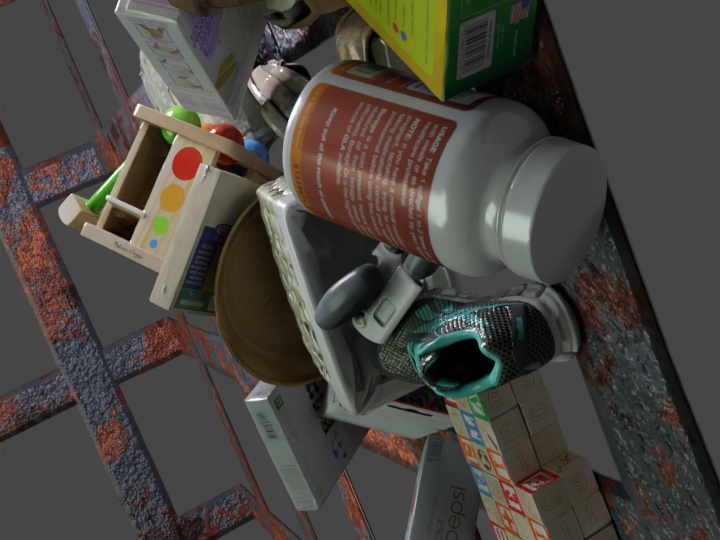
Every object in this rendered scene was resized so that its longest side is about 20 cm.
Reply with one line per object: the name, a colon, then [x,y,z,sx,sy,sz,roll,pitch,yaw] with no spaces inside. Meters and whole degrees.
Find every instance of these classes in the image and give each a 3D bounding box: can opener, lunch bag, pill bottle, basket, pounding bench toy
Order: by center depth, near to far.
pill bottle: [0.052,-0.062,0.688,0.199,0.112,0.113,24,139,38]
can opener: [0.036,-0.017,0.806,0.053,0.066,0.201,47,125,18]
basket: [0.000,0.000,0.942,0.123,0.134,0.203,30,141,65]
pounding bench toy: [-0.198,-0.087,1.073,0.198,0.158,0.124,23,179,23]
lunch bag: [-0.168,-0.196,1.193,0.166,0.117,0.200,62,164,0]

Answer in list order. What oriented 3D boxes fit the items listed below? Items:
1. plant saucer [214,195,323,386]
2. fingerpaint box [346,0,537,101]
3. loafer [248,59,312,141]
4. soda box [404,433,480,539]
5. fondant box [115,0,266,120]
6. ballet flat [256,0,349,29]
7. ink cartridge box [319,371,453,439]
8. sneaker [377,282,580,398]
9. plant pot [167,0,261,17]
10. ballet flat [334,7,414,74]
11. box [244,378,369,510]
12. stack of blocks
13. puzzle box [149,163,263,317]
plant saucer: [-0.062,0.008,1.017,0.035,0.199,0.203,16,130,49]
fingerpaint box: [0.035,-0.234,0.623,0.167,0.073,0.201,52,158,34]
loafer: [-0.064,-0.170,1.038,0.072,0.063,0.200,43,-171,-24]
soda box: [0.072,0.265,1.012,0.068,0.063,0.202,98,-174,-61]
fondant box: [-0.134,-0.237,0.923,0.200,0.057,0.146,61,-136,-74]
ballet flat: [-0.060,-0.241,0.910,0.069,0.062,0.200,67,163,-11]
ink cartridge box: [0.032,0.124,1.054,0.200,0.107,0.051,133,150,-71]
sneaker: [0.067,0.059,0.808,0.199,0.091,0.078,-18,98,52]
plant pot: [-0.063,-0.271,0.763,0.092,0.203,0.201,20,155,2]
ballet flat: [0.033,-0.106,0.824,0.067,0.068,0.202,1,116,55]
box: [-0.042,0.142,1.173,0.036,0.200,0.146,-8,115,32]
stack of blocks: [0.141,0.170,0.881,0.202,0.058,0.115,69,162,-10]
puzzle box: [-0.117,-0.021,1.024,0.025,0.135,0.200,23,-177,23]
